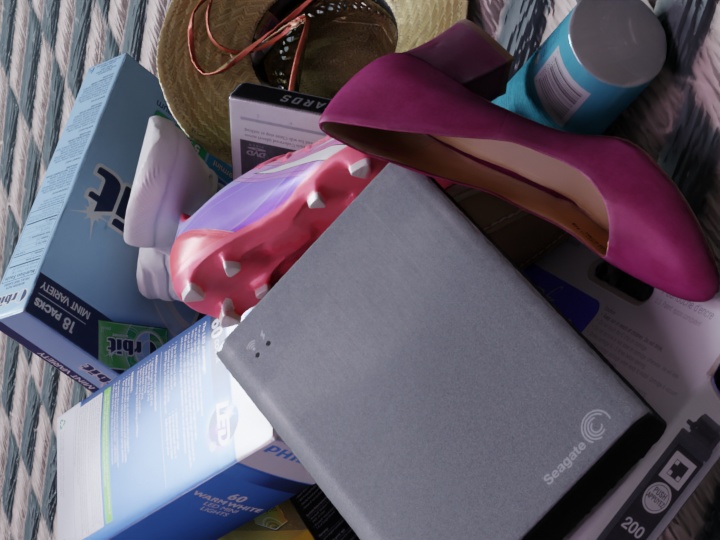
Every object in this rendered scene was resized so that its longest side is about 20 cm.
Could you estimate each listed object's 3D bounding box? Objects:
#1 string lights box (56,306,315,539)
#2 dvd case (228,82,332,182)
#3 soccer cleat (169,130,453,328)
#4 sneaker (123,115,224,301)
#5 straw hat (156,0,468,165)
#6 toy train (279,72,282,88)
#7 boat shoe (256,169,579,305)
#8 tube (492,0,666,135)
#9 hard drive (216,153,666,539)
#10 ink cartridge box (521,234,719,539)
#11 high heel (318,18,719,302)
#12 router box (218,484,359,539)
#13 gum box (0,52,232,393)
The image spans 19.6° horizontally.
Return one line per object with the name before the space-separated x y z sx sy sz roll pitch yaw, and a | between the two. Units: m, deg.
string lights box | -0.094 0.096 1.187 0.200 0.059 0.103 -33 50 38
dvd case | 0.000 0.000 1.166 0.150 0.025 0.201 13 124 20
soccer cleat | -0.021 -0.045 1.096 0.200 0.067 0.077 -33 44 22
sneaker | -0.088 -0.030 1.224 0.200 0.088 0.075 90 -167 -72
straw hat | -0.014 -0.127 1.237 0.085 0.201 0.201 42 -157 -57
toy train | -0.037 -0.089 1.309 0.200 0.046 0.034 -112 10 -61
boat shoe | 0.040 0.011 1.067 0.200 0.074 0.067 -30 58 21
tube | 0.094 -0.077 1.070 0.200 0.050 0.078 131 138 -65
hard drive | 0.033 0.056 0.986 0.140 0.033 0.200 -47 54 7
ink cartridge box | 0.096 0.071 1.027 0.200 0.043 0.198 -53 30 -1
high heel | 0.074 -0.035 0.983 0.200 0.096 0.068 42 153 29
router box | -0.067 0.170 1.291 0.200 0.052 0.158 -12 114 49
gum box | -0.135 -0.011 1.354 0.044 0.170 0.200 -14 47 44
